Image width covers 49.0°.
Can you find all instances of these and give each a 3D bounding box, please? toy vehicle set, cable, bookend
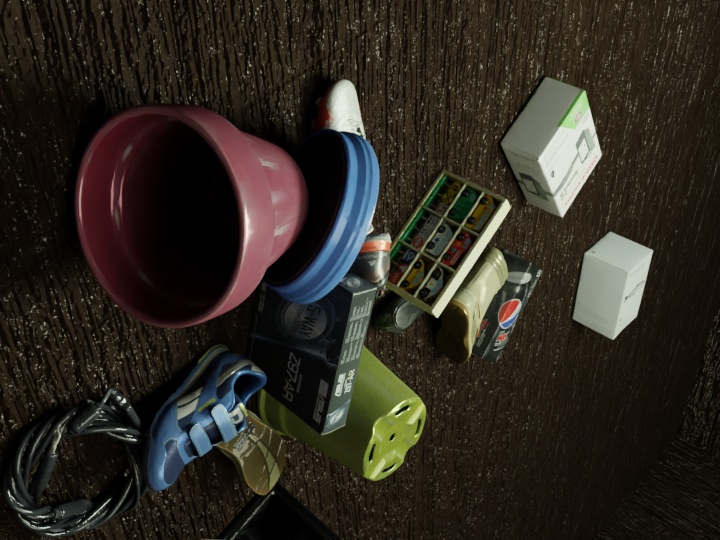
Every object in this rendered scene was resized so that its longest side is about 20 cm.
[{"bbox_3d":[0.119,-0.044,1.179,0.201,0.124,0.027,-56,146,-8],"label":"toy vehicle set"},{"bbox_3d":[-0.308,0.234,0.894,0.163,0.051,0.201,-41,143,-29],"label":"cable"},{"bbox_3d":[-0.120,0.456,1.168,0.200,0.198,0.093,-45,145,-19],"label":"bookend"}]

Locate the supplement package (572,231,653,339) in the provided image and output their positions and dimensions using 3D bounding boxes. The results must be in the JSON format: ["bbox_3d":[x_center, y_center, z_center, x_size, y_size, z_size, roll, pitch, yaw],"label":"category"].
[{"bbox_3d":[0.587,0.035,1.849,0.116,0.117,0.202,-32,137,-33],"label":"supplement package"}]

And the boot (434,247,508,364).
[{"bbox_3d":[0.200,0.065,1.411,0.156,0.072,0.201,-52,156,-28],"label":"boot"}]

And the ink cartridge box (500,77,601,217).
[{"bbox_3d":[0.336,-0.210,1.374,0.146,0.084,0.200,-55,146,-7],"label":"ink cartridge box"}]

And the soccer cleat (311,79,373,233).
[{"bbox_3d":[-0.013,-0.135,0.977,0.068,0.085,0.202,-28,134,-38],"label":"soccer cleat"}]

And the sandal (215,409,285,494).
[{"bbox_3d":[-0.166,0.230,1.081,0.081,0.054,0.201,-52,131,-21],"label":"sandal"}]

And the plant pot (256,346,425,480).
[{"bbox_3d":[-0.014,0.192,1.126,0.199,0.183,0.202,-31,136,-36],"label":"plant pot"}]

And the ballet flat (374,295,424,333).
[{"bbox_3d":[0.095,0.036,1.288,0.199,0.056,0.067,-35,111,-40],"label":"ballet flat"}]

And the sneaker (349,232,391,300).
[{"bbox_3d":[0.000,0.000,1.028,0.200,0.076,0.083,141,-58,-87],"label":"sneaker"}]

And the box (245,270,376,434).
[{"bbox_3d":[-0.069,0.079,0.994,0.043,0.159,0.202,-14,126,-46],"label":"box"}]

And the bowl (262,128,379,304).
[{"bbox_3d":[-0.055,-0.064,0.884,0.039,0.200,0.203,21,98,-31],"label":"bowl"}]

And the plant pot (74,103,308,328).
[{"bbox_3d":[-0.146,-0.061,0.781,0.179,0.198,0.202,-22,132,-62],"label":"plant pot"}]

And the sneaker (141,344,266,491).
[{"bbox_3d":[-0.186,0.177,0.946,0.074,0.081,0.201,83,31,-49],"label":"sneaker"}]

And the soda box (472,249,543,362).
[{"bbox_3d":[0.263,0.068,1.494,0.063,0.070,0.202,20,98,-52],"label":"soda box"}]
